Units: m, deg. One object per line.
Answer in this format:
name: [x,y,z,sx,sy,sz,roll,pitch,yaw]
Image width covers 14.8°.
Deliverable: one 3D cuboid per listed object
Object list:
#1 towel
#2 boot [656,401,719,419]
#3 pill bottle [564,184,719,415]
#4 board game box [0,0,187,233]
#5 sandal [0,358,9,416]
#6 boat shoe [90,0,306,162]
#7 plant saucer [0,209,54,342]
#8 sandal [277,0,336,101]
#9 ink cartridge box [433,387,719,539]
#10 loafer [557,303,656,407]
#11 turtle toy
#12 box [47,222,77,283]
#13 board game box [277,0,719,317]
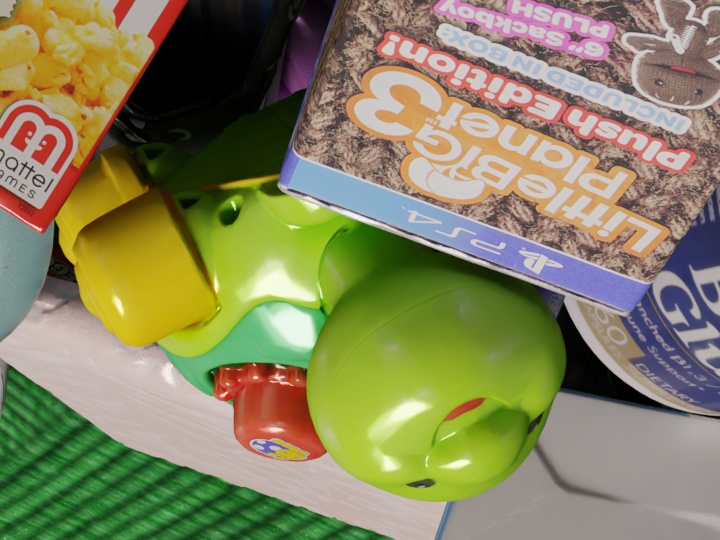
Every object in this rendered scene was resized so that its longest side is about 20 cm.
towel: [-0.032,0.056,1.015,0.199,0.032,0.191,16,168,20]
boot: [0.182,0.064,0.887,0.155,0.073,0.201,10,144,28]
pill bottle: [0.139,-0.022,0.732,0.111,0.111,0.200,38,161,-14]
board game box: [-0.094,-0.136,0.736,0.151,0.201,0.046,32,-172,-5]
sandal: [-0.162,0.009,1.071,0.079,0.059,0.207,37,162,10]
boat shoe: [-0.052,-0.069,0.847,0.070,0.066,0.200,41,134,3]
plant saucer: [-0.192,-0.047,0.939,0.199,0.027,0.201,20,130,25]
sandal: [-0.006,-0.029,0.923,0.082,0.050,0.203,2,136,35]
ink cartridge box: [0.097,0.115,0.890,0.114,0.068,0.200,12,154,16]
loafer: [0.081,0.047,0.947,0.068,0.070,0.201,59,-176,40]
turtle toy: [0.000,0.000,0.769,0.102,0.145,0.200,64,176,-16]
box: [-0.155,-0.077,0.980,0.199,0.040,0.137,31,145,-3]
board game box: [0.065,-0.114,0.645,0.096,0.160,0.200,19,148,-4]
